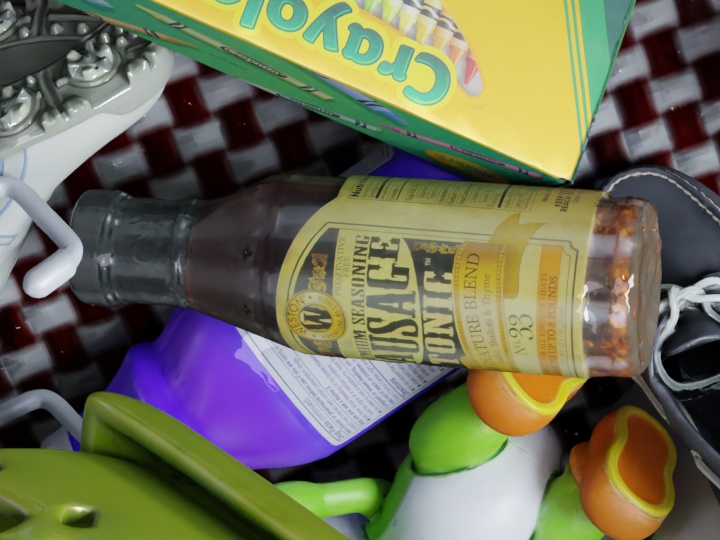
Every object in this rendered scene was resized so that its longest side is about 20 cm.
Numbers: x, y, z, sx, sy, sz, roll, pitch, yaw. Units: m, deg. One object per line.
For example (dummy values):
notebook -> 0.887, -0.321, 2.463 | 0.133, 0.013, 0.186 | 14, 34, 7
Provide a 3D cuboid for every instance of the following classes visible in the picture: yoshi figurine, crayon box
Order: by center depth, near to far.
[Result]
crayon box -> -0.006, -0.117, 0.863 | 0.200, 0.058, 0.119 | 22, 80, -17
yoshi figurine -> 0.014, 0.109, 0.947 | 0.112, 0.112, 0.200 | 13, 139, -42

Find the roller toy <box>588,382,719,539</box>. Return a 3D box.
roller toy -> 0.178, 0.123, 0.982 | 0.182, 0.140, 0.200 | -34, 115, 10

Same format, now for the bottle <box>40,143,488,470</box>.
bottle -> -0.025, 0.028, 0.952 | 0.200, 0.065, 0.084 | -35, 108, 10

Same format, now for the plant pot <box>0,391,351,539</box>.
plant pot -> -0.081, 0.167, 0.846 | 0.181, 0.200, 0.199 | -28, 138, -40

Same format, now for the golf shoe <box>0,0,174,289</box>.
golf shoe -> -0.144, -0.027, 0.920 | 0.200, 0.078, 0.097 | -25, 132, 12

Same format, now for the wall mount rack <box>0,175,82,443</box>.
wall mount rack -> -0.170, 0.057, 0.864 | 0.174, 0.075, 0.200 | -29, 143, -23

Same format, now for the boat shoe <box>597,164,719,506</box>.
boat shoe -> 0.129, 0.026, 0.897 | 0.073, 0.200, 0.063 | -23, 141, 1

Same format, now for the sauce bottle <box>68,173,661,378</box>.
sauce bottle -> 0.000, 0.000, 0.877 | 0.200, 0.066, 0.066 | 2, 117, 15
